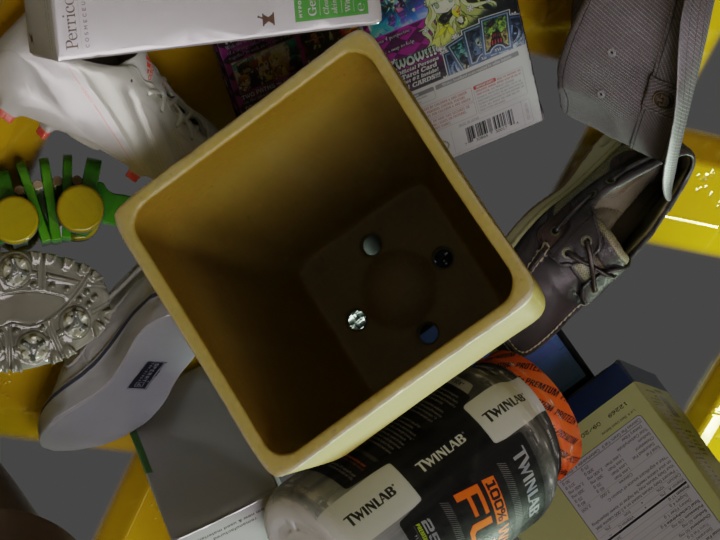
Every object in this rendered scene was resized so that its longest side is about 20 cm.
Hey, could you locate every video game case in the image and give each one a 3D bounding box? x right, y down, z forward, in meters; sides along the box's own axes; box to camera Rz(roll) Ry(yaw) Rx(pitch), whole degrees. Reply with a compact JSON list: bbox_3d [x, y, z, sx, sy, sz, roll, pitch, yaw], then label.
[{"bbox_3d":[0.010,-0.135,1.522,0.199,0.036,0.182,-23,132,-6],"label":"video game case"}]

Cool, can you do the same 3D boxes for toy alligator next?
[{"bbox_3d":[-0.227,-0.039,1.488,0.198,0.059,0.055,-10,86,-8],"label":"toy alligator"}]

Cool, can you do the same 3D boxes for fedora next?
[{"bbox_3d":[0.177,-0.149,1.526,0.090,0.178,0.201,11,143,5],"label":"fedora"}]

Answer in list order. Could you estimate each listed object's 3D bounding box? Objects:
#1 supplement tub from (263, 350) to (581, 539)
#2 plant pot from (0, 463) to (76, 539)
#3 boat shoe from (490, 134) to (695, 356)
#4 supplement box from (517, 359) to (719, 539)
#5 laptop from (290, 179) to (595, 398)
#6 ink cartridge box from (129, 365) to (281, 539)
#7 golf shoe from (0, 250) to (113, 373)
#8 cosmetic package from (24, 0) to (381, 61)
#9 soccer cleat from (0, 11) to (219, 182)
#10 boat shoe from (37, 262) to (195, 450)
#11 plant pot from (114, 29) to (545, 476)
[{"bbox_3d":[0.045,0.145,1.555,0.199,0.122,0.123,-35,137,-26],"label":"supplement tub"},{"bbox_3d":[-0.282,0.201,1.567,0.199,0.175,0.201,-12,130,-15],"label":"plant pot"},{"bbox_3d":[0.155,-0.021,1.611,0.073,0.065,0.201,45,74,-34],"label":"boat shoe"},{"bbox_3d":[0.208,0.189,1.709,0.134,0.200,0.200,-38,167,9],"label":"supplement box"},{"bbox_3d":[0.039,0.055,1.638,0.177,0.104,0.200,-36,145,6],"label":"laptop"},{"bbox_3d":[-0.085,0.187,1.663,0.084,0.146,0.201,-25,133,-3],"label":"ink cartridge box"},{"bbox_3d":[-0.260,0.030,1.507,0.198,0.097,0.079,-10,96,-9],"label":"golf shoe"},{"bbox_3d":[-0.097,-0.187,1.380,0.198,0.085,0.109,-10,102,-18],"label":"cosmetic package"},{"bbox_3d":[-0.139,-0.101,1.465,0.199,0.069,0.078,24,110,-33],"label":"soccer cleat"},{"bbox_3d":[-0.163,0.053,1.576,0.071,0.066,0.200,3,146,-30],"label":"boat shoe"},{"bbox_3d":[0.000,0.000,1.472,0.194,0.196,0.200,-35,166,9],"label":"plant pot"}]
